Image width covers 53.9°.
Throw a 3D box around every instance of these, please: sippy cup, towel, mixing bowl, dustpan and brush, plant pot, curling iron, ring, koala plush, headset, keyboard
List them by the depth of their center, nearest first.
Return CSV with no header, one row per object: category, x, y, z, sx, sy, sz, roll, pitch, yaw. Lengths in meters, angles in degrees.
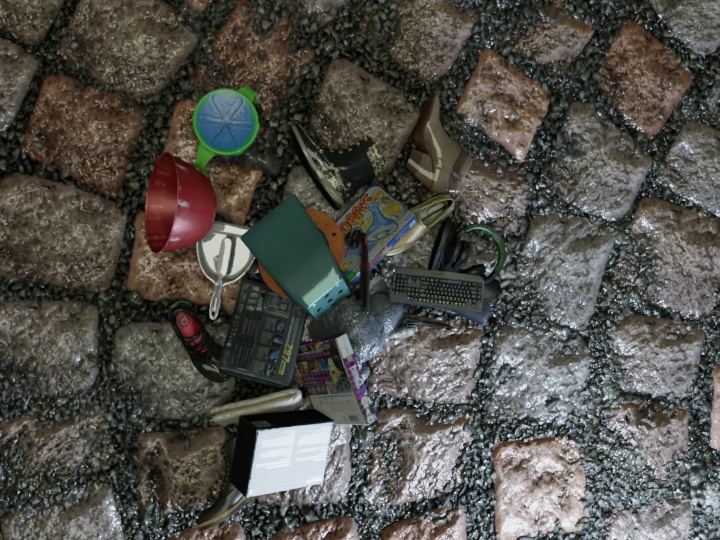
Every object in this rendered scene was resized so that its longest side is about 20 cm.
plant pot,-0.117,-0.013,1.426,0.140,0.142,0.201,-38,67,-5
mixing bowl,-0.364,-0.132,1.462,0.106,0.198,0.207,6,88,-34
curling iron,0.000,0.000,1.464,0.048,0.026,0.205,-10,60,4
keyboard,0.155,0.065,1.472,0.193,0.021,0.131,6,100,8
sippy cup,-0.281,-0.292,1.484,0.174,0.130,0.143,-21,87,-11
towel,-0.216,0.290,1.489,0.194,0.133,0.035,-13,75,-7
headset,0.217,-0.011,1.512,0.199,0.094,0.124,-40,97,-8
koala plush,0.020,0.113,1.514,0.197,0.185,0.179,-25,70,-33
dustpan and brush,-0.295,0.001,1.516,0.135,0.057,0.207,10,91,-3
ring,-0.127,-0.036,1.524,0.194,0.019,0.206,-4,68,10

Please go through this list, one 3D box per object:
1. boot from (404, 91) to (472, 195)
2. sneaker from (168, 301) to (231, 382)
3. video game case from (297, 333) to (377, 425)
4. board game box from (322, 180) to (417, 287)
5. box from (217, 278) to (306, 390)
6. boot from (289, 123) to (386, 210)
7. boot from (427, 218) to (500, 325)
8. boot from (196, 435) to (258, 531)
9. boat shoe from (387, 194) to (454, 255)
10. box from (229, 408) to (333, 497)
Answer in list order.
boot,0.186,-0.275,1.587,0.143,0.070,0.205,22,88,-13
sneaker,-0.344,0.158,1.498,0.076,0.084,0.201,-39,94,-5
video game case,-0.058,0.232,1.481,0.035,0.198,0.186,-22,91,-33
board game box,0.010,-0.080,1.538,0.200,0.035,0.135,-46,60,-5
box,-0.201,0.134,1.498,0.153,0.051,0.206,12,69,-1
boot,-0.050,-0.257,1.551,0.152,0.073,0.206,-34,93,-11
boot,0.234,0.005,1.577,0.163,0.076,0.206,15,93,-4
boot,-0.287,0.443,1.514,0.197,0.077,0.140,-32,90,-20
boat shoe,0.123,-0.106,1.565,0.198,0.076,0.072,-38,95,-6
box,-0.161,0.373,1.465,0.196,0.078,0.146,5,97,-42
